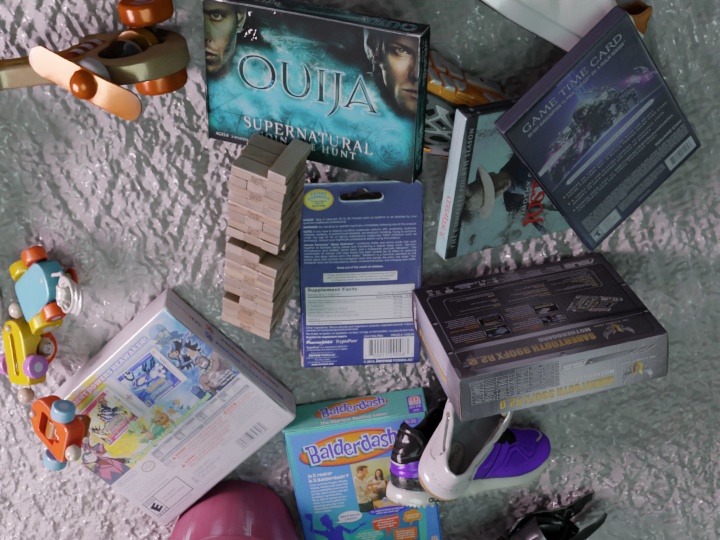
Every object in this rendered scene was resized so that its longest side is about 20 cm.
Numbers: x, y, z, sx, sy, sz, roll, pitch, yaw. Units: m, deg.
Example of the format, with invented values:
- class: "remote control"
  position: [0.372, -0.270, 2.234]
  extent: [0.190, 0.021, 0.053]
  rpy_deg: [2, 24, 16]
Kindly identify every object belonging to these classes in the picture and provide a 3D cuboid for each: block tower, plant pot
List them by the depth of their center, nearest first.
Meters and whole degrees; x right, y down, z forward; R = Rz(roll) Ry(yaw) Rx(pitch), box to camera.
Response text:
- class: "block tower"
  position: [-0.088, -0.031, 1.121]
  extent: [0.057, 0.054, 0.201]
  rpy_deg: [21, 135, 10]
- class: "plant pot"
  position: [-0.130, 0.322, 1.276]
  extent: [0.197, 0.180, 0.202]
  rpy_deg: [-1, 119, -3]

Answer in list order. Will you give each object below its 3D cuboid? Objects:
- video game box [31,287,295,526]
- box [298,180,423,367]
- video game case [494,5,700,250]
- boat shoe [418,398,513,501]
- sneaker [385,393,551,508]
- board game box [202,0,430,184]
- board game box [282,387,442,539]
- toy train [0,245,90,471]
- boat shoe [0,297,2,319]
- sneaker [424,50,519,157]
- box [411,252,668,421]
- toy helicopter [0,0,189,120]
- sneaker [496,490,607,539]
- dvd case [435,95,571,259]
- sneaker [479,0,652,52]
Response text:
- class: "video game box"
  position: [-0.197, 0.143, 1.249]
  extent: [0.200, 0.047, 0.182]
  rpy_deg: [-40, 116, 17]
- class: "box"
  position: [0.000, 0.000, 1.191]
  extent: [0.119, 0.033, 0.202]
  rpy_deg: [-2, 121, -4]
- class: "video game case"
  position: [0.214, -0.119, 1.091]
  extent: [0.143, 0.019, 0.200]
  rpy_deg: [-44, 135, 3]
- class: "boat shoe"
  position: [0.119, 0.122, 1.180]
  extent: [0.070, 0.202, 0.069]
  rpy_deg: [26, 152, -5]
- class: "sneaker"
  position: [0.116, 0.169, 1.246]
  extent: [0.198, 0.069, 0.101]
  rpy_deg: [-9, 105, -33]
- class: "board game box"
  position: [-0.040, -0.158, 1.053]
  extent: [0.198, 0.028, 0.137]
  rpy_deg: [13, 125, 18]
- class: "board game box"
  position: [0.005, 0.227, 1.310]
  extent: [0.150, 0.045, 0.202]
  rpy_deg: [-8, 120, 0]
- class: "toy train"
  position: [-0.282, 0.077, 1.168]
  extent: [0.055, 0.150, 0.202]
  rpy_deg: [-12, 124, -43]
- class: "boat shoe"
  position: [-0.399, -0.003, 1.127]
  extent: [0.070, 0.091, 0.202]
  rpy_deg: [-21, 119, 8]
- class: "sneaker"
  position: [0.065, -0.143, 1.093]
  extent: [0.198, 0.079, 0.078]
  rpy_deg: [26, 119, -18]
- class: "box"
  position: [0.162, 0.057, 1.146]
  extent: [0.197, 0.159, 0.049]
  rpy_deg: [-12, 121, -9]
- class: "toy helicopter"
  position: [-0.240, -0.165, 1.025]
  extent: [0.197, 0.133, 0.080]
  rpy_deg: [-8, 120, 0]
- class: "sneaker"
  position: [0.166, 0.300, 1.329]
  extent: [0.198, 0.060, 0.105]
  rpy_deg: [-8, 141, -31]
- class: "dvd case"
  position: [0.163, -0.092, 1.105]
  extent: [0.198, 0.022, 0.147]
  rpy_deg: [-12, 129, -25]
- class: "sneaker"
  position: [0.161, -0.242, 1.054]
  extent: [0.198, 0.073, 0.085]
  rpy_deg: [22, 107, -24]
